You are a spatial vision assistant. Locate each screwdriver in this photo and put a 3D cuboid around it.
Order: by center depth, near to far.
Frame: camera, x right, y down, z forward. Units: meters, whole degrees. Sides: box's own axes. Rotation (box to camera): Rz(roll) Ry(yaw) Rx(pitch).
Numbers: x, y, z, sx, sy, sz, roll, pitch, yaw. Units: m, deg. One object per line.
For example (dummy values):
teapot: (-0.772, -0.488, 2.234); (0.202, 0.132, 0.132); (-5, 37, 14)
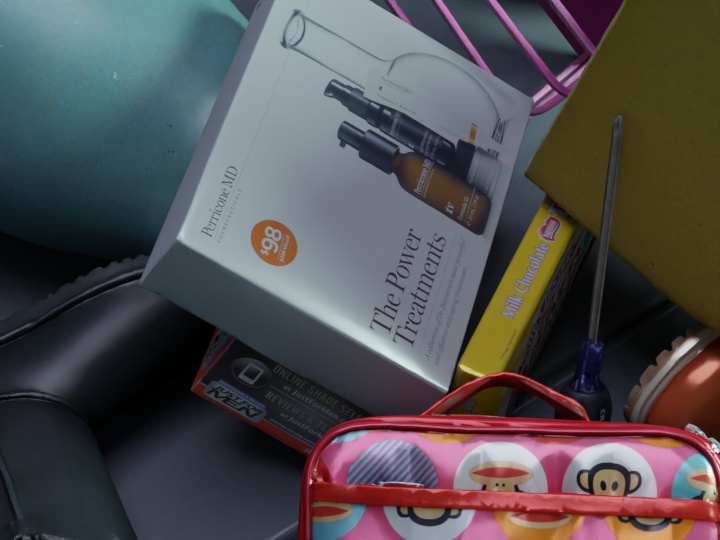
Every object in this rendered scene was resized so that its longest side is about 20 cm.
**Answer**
screwdriver: (0.117, 0.020, 1.089); (0.029, 0.201, 0.028); (1, 24, -18)

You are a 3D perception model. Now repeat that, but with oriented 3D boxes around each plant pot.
plant pot: (0.235, -0.066, 1.071); (0.195, 0.195, 0.200); (-29, 70, -33)
plant pot: (-0.139, -0.095, 1.222); (0.187, 0.201, 0.200); (30, 55, 10)

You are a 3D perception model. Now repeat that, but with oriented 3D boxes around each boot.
boot: (-0.134, 0.090, 1.119); (0.199, 0.077, 0.169); (-20, 49, -12)
boot: (0.233, 0.061, 1.122); (0.199, 0.075, 0.108); (-17, 53, -13)

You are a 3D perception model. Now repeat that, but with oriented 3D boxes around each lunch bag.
lunch bag: (0.070, 0.134, 1.019); (0.199, 0.082, 0.177); (1, 75, 4)

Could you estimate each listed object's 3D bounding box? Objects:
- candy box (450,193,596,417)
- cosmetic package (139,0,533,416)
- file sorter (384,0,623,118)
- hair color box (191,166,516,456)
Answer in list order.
candy box: (0.089, 0.011, 1.155); (0.026, 0.103, 0.200); (21, 52, 12)
cosmetic package: (-0.007, -0.041, 1.118); (0.150, 0.052, 0.201); (28, 51, -12)
file sorter: (0.095, -0.160, 1.223); (0.125, 0.200, 0.139); (-41, 97, -23)
hair color box: (0.000, 0.000, 1.171); (0.111, 0.064, 0.201); (31, 48, -11)
